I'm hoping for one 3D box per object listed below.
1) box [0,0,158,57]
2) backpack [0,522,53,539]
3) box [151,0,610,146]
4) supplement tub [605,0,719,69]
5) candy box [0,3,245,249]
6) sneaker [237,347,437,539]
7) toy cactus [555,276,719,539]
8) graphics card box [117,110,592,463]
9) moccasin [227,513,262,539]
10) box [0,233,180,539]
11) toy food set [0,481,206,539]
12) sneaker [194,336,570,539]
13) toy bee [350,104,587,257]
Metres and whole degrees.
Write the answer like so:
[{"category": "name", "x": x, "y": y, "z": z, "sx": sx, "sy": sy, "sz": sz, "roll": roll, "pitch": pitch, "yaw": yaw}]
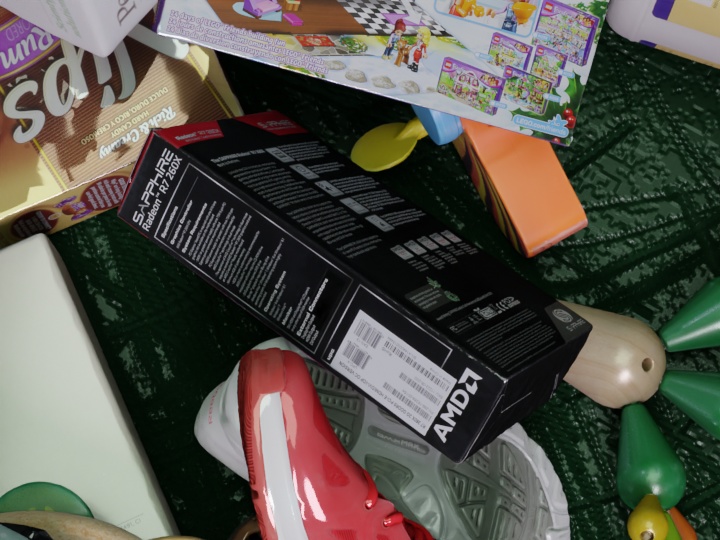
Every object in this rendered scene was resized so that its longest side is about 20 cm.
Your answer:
[{"category": "box", "x": -0.164, "y": -0.252, "z": 0.758, "sx": 0.199, "sy": 0.199, "sz": 0.172, "roll": 30, "pitch": 69, "yaw": 26}, {"category": "backpack", "x": -0.161, "y": 0.192, "z": 0.608, "sx": 0.166, "sy": 0.127, "sz": 0.201, "roll": -10, "pitch": 87, "yaw": 8}, {"category": "box", "x": 0.019, "y": -0.148, "z": 0.729, "sx": 0.199, "sy": 0.039, "sz": 0.138, "roll": 14, "pitch": 98, "yaw": -14}, {"category": "supplement tub", "x": 0.234, "y": -0.158, "z": 0.797, "sx": 0.199, "sy": 0.145, "sz": 0.146, "roll": 18, "pitch": 77, "yaw": 4}, {"category": "candy box", "x": -0.168, "y": -0.081, "z": 0.824, "sx": 0.199, "sy": 0.056, "sz": 0.117, "roll": -23, "pitch": 77, "yaw": -4}, {"category": "sneaker", "x": 0.020, "y": 0.114, "z": 0.675, "sx": 0.115, "sy": 0.078, "sz": 0.201, "roll": -15, "pitch": 111, "yaw": -4}, {"category": "toy cactus", "x": 0.158, "y": 0.061, "z": 0.781, "sx": 0.164, "sy": 0.102, "sz": 0.201, "roll": 23, "pitch": 86, "yaw": 15}, {"category": "graphics card box", "x": 0.000, "y": 0.000, "z": 0.749, "sx": 0.199, "sy": 0.125, "sz": 0.051, "roll": 34, "pitch": 111, "yaw": 16}, {"category": "moccasin", "x": 0.018, "y": 0.186, "z": 0.746, "sx": 0.074, "sy": 0.078, "sz": 0.202, "roll": -41, "pitch": 87, "yaw": -11}, {"category": "box", "x": -0.145, "y": 0.091, "z": 0.776, "sx": 0.082, "sy": 0.068, "sz": 0.201, "roll": -23, "pitch": 77, "yaw": -5}, {"category": "toy food set", "x": -0.138, "y": 0.195, "z": 0.693, "sx": 0.197, "sy": 0.049, "sz": 0.201, "roll": 17, "pitch": 93, "yaw": 5}, {"category": "sneaker", "x": 0.010, "y": 0.095, "z": 0.774, "sx": 0.199, "sy": 0.099, "sz": 0.078, "roll": 31, "pitch": 66, "yaw": -19}, {"category": "toy bee", "x": 0.054, "y": -0.110, "z": 0.819, "sx": 0.130, "sy": 0.109, "sz": 0.201, "roll": -7, "pitch": 102, "yaw": -8}]
